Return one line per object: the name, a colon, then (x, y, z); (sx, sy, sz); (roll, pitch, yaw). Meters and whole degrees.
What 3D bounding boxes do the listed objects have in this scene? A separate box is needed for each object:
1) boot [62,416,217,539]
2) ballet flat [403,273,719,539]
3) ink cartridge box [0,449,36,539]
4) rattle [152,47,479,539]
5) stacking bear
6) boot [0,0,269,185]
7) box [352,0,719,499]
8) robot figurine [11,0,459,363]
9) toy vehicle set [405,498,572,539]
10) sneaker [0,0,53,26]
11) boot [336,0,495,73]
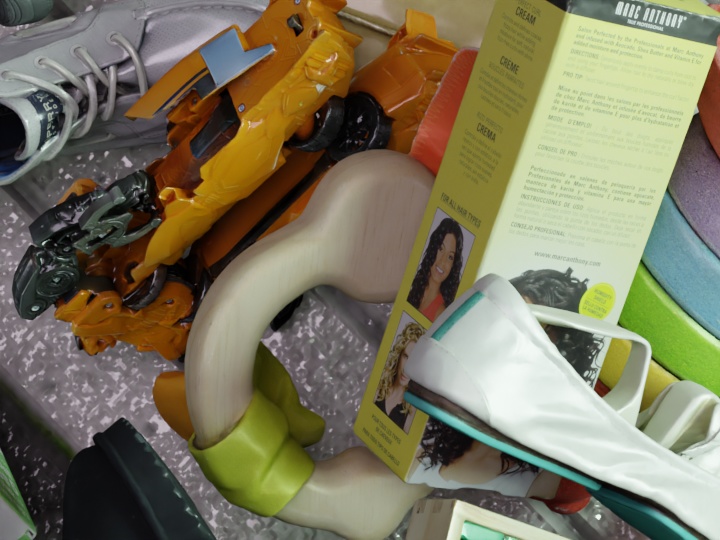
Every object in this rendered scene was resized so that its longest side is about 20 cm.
boot: (-0.111, 0.149, 1.004); (0.162, 0.074, 0.198); (-36, 32, -4)
ballet flat: (0.101, 0.061, 1.055); (0.069, 0.200, 0.070); (-31, 43, 34)
ink cartridge box: (-0.240, 0.060, 1.178); (0.145, 0.084, 0.200); (-33, 49, 3)
rattle: (0.000, 0.000, 1.152); (0.129, 0.143, 0.201); (20, 95, -2)
stacking bear: (0.120, 0.015, 1.134); (0.121, 0.114, 0.200); (35, 118, -16)
boot: (-0.110, -0.071, 1.182); (0.199, 0.096, 0.074); (-14, 105, 28)
box: (0.066, -0.015, 1.065); (0.050, 0.075, 0.201); (39, 117, 54)
robot figurine: (-0.053, -0.035, 1.162); (0.200, 0.145, 0.058); (-41, 53, 27)
toy vehicle set: (0.090, 0.170, 1.038); (0.199, 0.026, 0.125); (21, 75, -32)
sneaker: (-0.124, -0.193, 1.220); (0.084, 0.075, 0.201); (1, 58, 3)
boot: (0.040, -0.122, 1.207); (0.199, 0.066, 0.176); (23, 101, 14)
